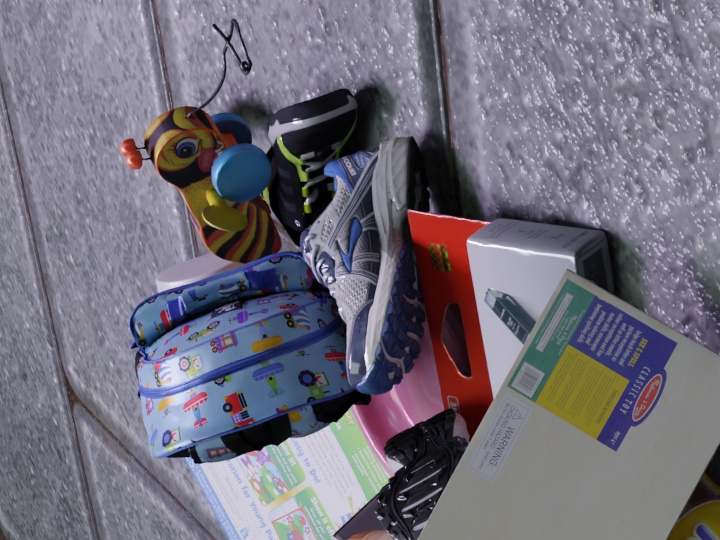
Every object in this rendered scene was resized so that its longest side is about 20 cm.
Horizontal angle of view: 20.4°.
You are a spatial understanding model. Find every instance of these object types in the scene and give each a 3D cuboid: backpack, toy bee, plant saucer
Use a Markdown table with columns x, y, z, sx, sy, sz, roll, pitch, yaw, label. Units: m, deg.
| x | y | z | sx | sy | sz | roll | pitch | yaw | label |
| --- | --- | --- | --- | --- | --- | --- | --- | --- | --- |
| -0.085 | 0.066 | 1.470 | 0.200 | 0.181 | 0.136 | -43 | -65 | -86 | backpack |
| -0.129 | -0.088 | 1.551 | 0.131 | 0.108 | 0.202 | -139 | 33 | -69 | toy bee |
| 0.046 | 0.083 | 1.546 | 0.201 | 0.050 | 0.202 | 45 | 147 | 40 | plant saucer |

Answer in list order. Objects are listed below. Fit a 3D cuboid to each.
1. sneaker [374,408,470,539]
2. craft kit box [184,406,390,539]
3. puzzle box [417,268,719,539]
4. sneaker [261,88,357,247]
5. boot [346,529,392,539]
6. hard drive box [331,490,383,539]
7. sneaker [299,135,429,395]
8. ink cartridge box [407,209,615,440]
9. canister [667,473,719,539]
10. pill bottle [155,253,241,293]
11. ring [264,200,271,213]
| x | y | z | sx | sy | sz | roll | pitch | yaw | label |
| --- | --- | --- | --- | --- | --- | --- | --- | --- | --- |
| 0.059 | 0.156 | 1.356 | 0.080 | 0.074 | 0.200 | 60 | -171 | -8 | sneaker |
| -0.057 | 0.152 | 1.702 | 0.197 | 0.048 | 0.201 | -35 | 81 | 38 | craft kit box |
| 0.134 | 0.117 | 1.203 | 0.132 | 0.201 | 0.025 | 30 | -177 | 14 | puzzle box |
| -0.031 | -0.074 | 1.560 | 0.200 | 0.071 | 0.083 | 113 | 136 | -71 | sneaker |
| 0.048 | 0.278 | 1.468 | 0.154 | 0.073 | 0.201 | -28 | 92 | 56 | boot |
| 0.062 | 0.289 | 1.584 | 0.200 | 0.077 | 0.157 | 40 | 146 | 19 | hard drive box |
| 0.000 | 0.000 | 1.430 | 0.077 | 0.084 | 0.202 | 61 | -151 | -53 | sneaker |
| 0.102 | 0.063 | 1.365 | 0.172 | 0.043 | 0.202 | 8 | 119 | 41 | ink cartridge box |
| 0.193 | 0.205 | 1.234 | 0.086 | 0.149 | 0.200 | 28 | -165 | -46 | canister |
| -0.121 | 0.091 | 1.825 | 0.111 | 0.110 | 0.202 | 11 | 119 | 62 | pill bottle |
| -0.099 | -0.053 | 1.723 | 0.202 | 0.019 | 0.201 | 60 | 171 | 15 | ring |
